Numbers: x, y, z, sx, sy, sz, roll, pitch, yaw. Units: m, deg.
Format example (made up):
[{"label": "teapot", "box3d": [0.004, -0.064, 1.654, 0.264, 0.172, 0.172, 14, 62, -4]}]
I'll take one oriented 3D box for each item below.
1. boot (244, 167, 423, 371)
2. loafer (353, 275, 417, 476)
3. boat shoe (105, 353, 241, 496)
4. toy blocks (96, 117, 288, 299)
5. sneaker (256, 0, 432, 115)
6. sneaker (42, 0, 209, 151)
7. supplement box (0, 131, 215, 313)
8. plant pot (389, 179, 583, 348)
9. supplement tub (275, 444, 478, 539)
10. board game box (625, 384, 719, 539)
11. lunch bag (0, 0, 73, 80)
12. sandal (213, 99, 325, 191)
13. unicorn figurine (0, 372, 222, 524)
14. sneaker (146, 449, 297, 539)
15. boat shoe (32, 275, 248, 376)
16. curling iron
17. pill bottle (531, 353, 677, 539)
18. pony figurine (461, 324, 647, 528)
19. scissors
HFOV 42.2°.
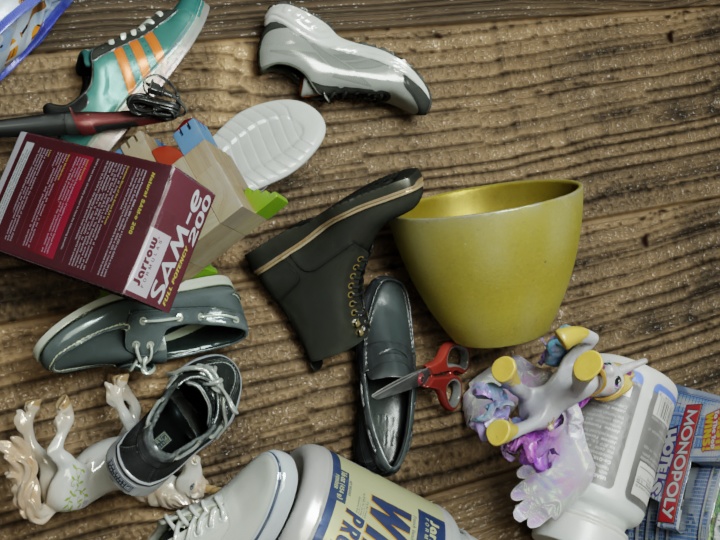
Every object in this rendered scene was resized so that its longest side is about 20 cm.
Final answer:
[{"label": "boot", "box3d": [0.000, 0.000, 0.902, 0.140, 0.198, 0.077, 61, 31, -5]}, {"label": "loafer", "box3d": [0.030, 0.104, 0.940, 0.067, 0.070, 0.204, 8, 77, -20]}, {"label": "boat shoe", "box3d": [-0.145, 0.117, 0.813, 0.074, 0.068, 0.199, 50, 26, 2]}, {"label": "toy blocks", "box3d": [-0.183, -0.062, 0.854, 0.199, 0.100, 0.138, -36, 69, 11]}, {"label": "sneaker", "box3d": [-0.018, -0.205, 0.987, 0.198, 0.074, 0.080, 22, 82, -10]}, {"label": "sneaker", "box3d": [-0.223, -0.201, 0.896, 0.080, 0.071, 0.201, 38, 70, -15]}, {"label": "supplement box", "box3d": [-0.228, -0.045, 0.791, 0.061, 0.198, 0.110, 32, 77, -55]}, {"label": "plant pot", "box3d": [0.135, -0.004, 0.951, 0.197, 0.199, 0.144, -14, 101, -23]}, {"label": "supplement tub", "box3d": [0.003, 0.264, 0.857, 0.198, 0.145, 0.147, 29, 71, -14]}, {"label": "board game box", "box3d": [0.357, 0.208, 0.982, 0.061, 0.199, 0.202, 28, 70, -15]}, {"label": "lunch bag", "box3d": [-0.370, -0.247, 0.820, 0.170, 0.124, 0.201, 40, 76, -9]}, {"label": "sandal", "box3d": [-0.124, -0.100, 0.933, 0.202, 0.050, 0.083, -37, 79, -11]}, {"label": "unicorn figurine", "box3d": [-0.217, 0.165, 0.829, 0.198, 0.074, 0.140, -16, 94, -27]}, {"label": "sneaker", "box3d": [-0.134, 0.227, 0.796, 0.070, 0.073, 0.200, 30, 108, -40]}, {"label": "boat shoe", "box3d": [-0.187, 0.058, 0.830, 0.198, 0.073, 0.062, -16, 63, -38]}, {"label": "curling iron", "box3d": [-0.254, -0.141, 0.838, 0.197, 0.050, 0.026, -8, 47, 3]}, {"label": "pill bottle", "box3d": [0.256, 0.202, 0.989, 0.113, 0.114, 0.202, 28, 71, -14]}, {"label": "pony figurine", "box3d": [0.179, 0.132, 0.897, 0.193, 0.199, 0.168, -40, 62, 16]}, {"label": "scissors", "box3d": [0.063, 0.099, 0.924, 0.199, 0.014, 0.074, 20, 81, -58]}]
